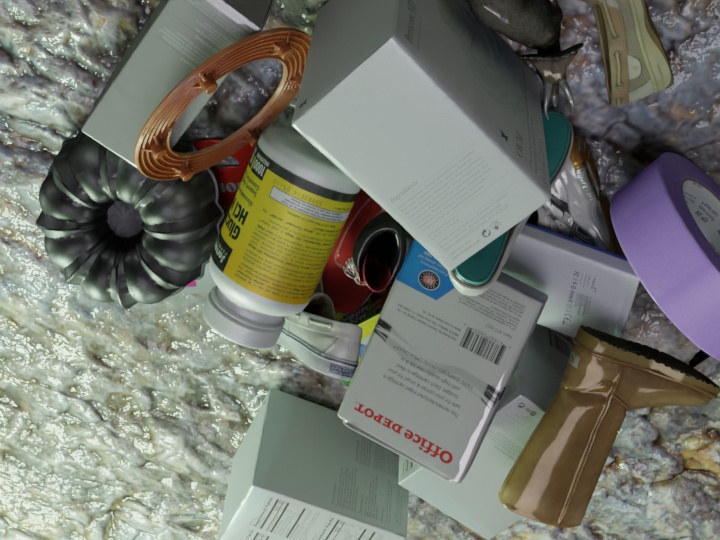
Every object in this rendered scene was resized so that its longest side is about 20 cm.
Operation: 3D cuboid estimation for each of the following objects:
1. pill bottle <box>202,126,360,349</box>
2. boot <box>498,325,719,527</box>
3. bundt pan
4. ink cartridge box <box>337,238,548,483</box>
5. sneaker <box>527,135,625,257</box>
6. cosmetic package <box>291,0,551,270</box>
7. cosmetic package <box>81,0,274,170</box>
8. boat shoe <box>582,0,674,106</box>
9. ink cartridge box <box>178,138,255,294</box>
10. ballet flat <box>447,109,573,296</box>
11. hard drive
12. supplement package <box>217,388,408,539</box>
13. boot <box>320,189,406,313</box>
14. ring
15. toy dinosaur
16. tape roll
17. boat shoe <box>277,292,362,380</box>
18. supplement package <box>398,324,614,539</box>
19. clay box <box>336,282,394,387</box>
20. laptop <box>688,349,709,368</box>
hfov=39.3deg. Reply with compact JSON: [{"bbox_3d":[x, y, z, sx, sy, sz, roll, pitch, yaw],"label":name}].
[{"bbox_3d":[-0.084,-0.030,1.005,0.111,0.113,0.203,22,107,-13],"label":"pill bottle"},{"bbox_3d":[0.255,0.173,1.042,0.172,0.066,0.203,19,103,-7],"label":"boot"},{"bbox_3d":[-0.243,-0.052,1.034,0.197,0.076,0.206,2,109,6],"label":"bundt pan"},{"bbox_3d":[0.084,0.088,1.027,0.144,0.084,0.203,26,100,12],"label":"ink cartridge box"},{"bbox_3d":[0.219,-0.044,1.046,0.086,0.076,0.202,-16,117,25],"label":"sneaker"},{"bbox_3d":[0.058,-0.151,0.884,0.199,0.201,0.122,39,123,-24],"label":"cosmetic package"},{"bbox_3d":[-0.168,-0.197,0.930,0.089,0.108,0.200,31,127,-18],"label":"cosmetic package"},{"bbox_3d":[0.217,-0.232,0.889,0.062,0.074,0.201,-24,130,17],"label":"boat shoe"},{"bbox_3d":[-0.152,-0.055,1.084,0.195,0.044,0.176,-1,130,6],"label":"ink cartridge box"},{"bbox_3d":[0.138,-0.063,0.963,0.069,0.202,0.070,28,165,8],"label":"ballet flat"},{"bbox_3d":[0.186,0.007,1.050,0.197,0.026,0.133,21,146,17],"label":"hard drive"},{"bbox_3d":[-0.057,0.281,1.264,0.197,0.153,0.152,21,129,-12],"label":"supplement package"},{"bbox_3d":[0.000,0.000,1.048,0.071,0.146,0.202,15,130,-9],"label":"boot"},{"bbox_3d":[-0.119,-0.145,0.925,0.019,0.199,0.200,51,123,11],"label":"ring"},{"bbox_3d":[0.131,-0.232,0.868,0.077,0.104,0.199,-36,129,28],"label":"toy dinosaur"},{"bbox_3d":[0.330,-0.014,0.969,0.199,0.202,0.066,35,123,-22],"label":"tape roll"},{"bbox_3d":[-0.052,0.057,1.100,0.070,0.199,0.071,17,94,-26],"label":"boat shoe"},{"bbox_3d":[0.163,0.176,1.170,0.151,0.152,0.200,34,124,-22],"label":"supplement package"},{"bbox_3d":[0.030,0.085,1.170,0.198,0.048,0.115,-30,120,30],"label":"clay box"},{"bbox_3d":[0.473,0.070,1.086,0.177,0.199,0.104,-43,78,31],"label":"laptop"}]
